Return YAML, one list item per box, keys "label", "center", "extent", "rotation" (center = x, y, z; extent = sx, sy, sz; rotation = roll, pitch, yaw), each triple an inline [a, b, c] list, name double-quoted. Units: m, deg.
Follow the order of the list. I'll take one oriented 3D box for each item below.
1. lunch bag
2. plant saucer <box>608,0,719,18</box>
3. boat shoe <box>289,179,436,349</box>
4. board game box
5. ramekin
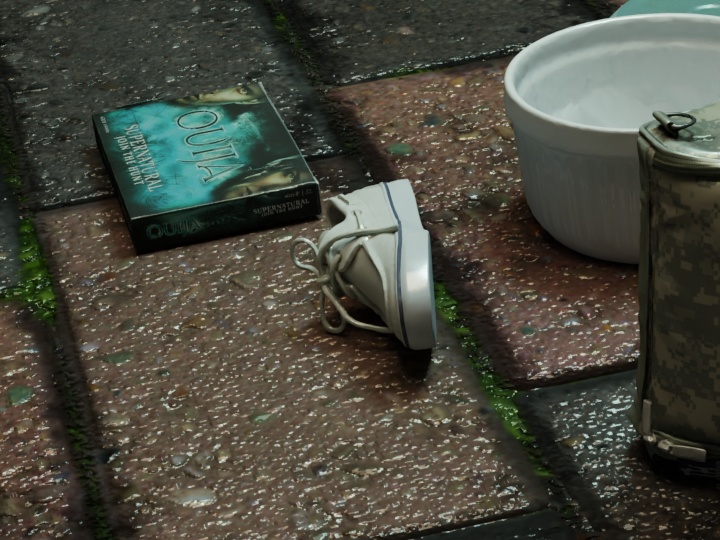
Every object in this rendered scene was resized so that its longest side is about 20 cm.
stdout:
- label: "lunch bag"
  center: [0.229, 0.003, 1.246]
  extent: [0.166, 0.202, 0.140]
  rotation: [-5, 24, -7]
- label: "plant saucer"
  center: [0.271, -0.183, 1.770]
  extent: [0.198, 0.036, 0.200]
  rotation: [-5, 27, 3]
- label: "boat shoe"
  center: [-0.001, -0.005, 1.439]
  extent: [0.085, 0.075, 0.202]
  rotation: [-7, 25, -3]
- label: "board game box"
  center: [-0.114, -0.079, 1.654]
  extent: [0.134, 0.028, 0.200]
  rotation: [-12, 28, -10]
- label: "ramekin"
  center: [0.195, -0.086, 1.521]
  extent: [0.198, 0.106, 0.201]
  rotation: [-5, 26, 2]
